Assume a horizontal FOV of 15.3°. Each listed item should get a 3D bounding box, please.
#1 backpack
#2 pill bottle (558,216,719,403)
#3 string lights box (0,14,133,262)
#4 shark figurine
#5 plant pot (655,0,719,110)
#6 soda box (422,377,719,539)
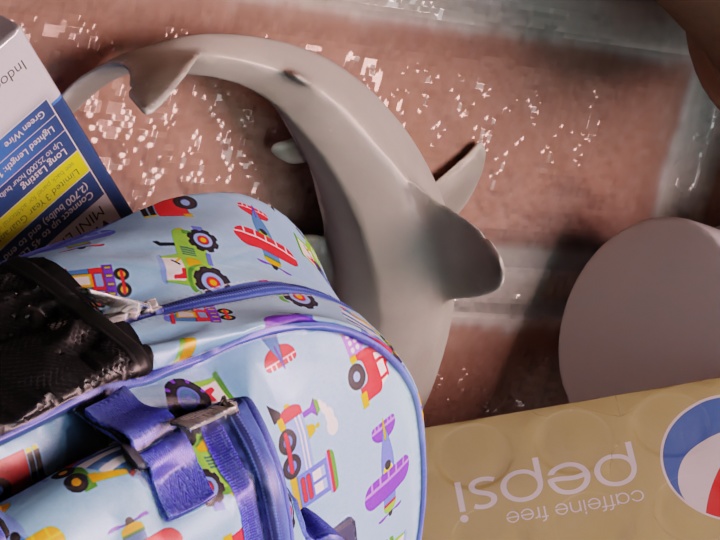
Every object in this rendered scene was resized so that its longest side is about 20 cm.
[{"bbox_3d":[-0.059,0.080,0.725,0.199,0.134,0.184,-22,123,-35],"label":"backpack"},{"bbox_3d":[0.167,0.043,0.996,0.199,0.112,0.113,19,97,-44],"label":"pill bottle"},{"bbox_3d":[-0.106,0.025,0.792,0.103,0.059,0.200,-44,131,-17],"label":"string lights box"},{"bbox_3d":[0.001,-0.021,0.846,0.128,0.089,0.215,-47,134,-16],"label":"shark figurine"},{"bbox_3d":[0.133,-0.151,0.843,0.174,0.200,0.201,25,92,-27],"label":"plant pot"},{"bbox_3d":[0.090,0.085,0.882,0.198,0.068,0.064,-9,141,-1],"label":"soda box"}]
